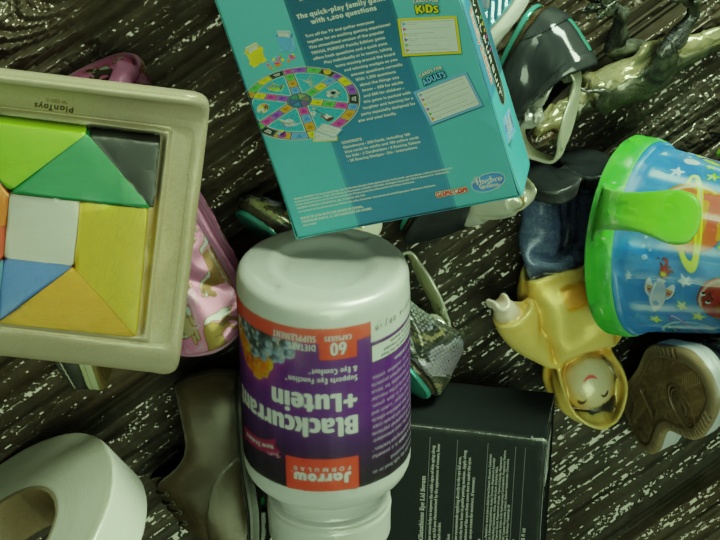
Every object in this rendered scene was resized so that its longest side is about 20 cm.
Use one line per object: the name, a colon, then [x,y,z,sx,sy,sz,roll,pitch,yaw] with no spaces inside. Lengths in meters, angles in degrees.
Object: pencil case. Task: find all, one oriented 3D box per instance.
pencil case: [-0.135,-0.042,1.572,0.086,0.083,0.201,-30,117,-1]

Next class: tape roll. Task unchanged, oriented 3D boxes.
tape roll: [-0.226,0.193,1.585,0.203,0.203,0.037,-40,118,4]

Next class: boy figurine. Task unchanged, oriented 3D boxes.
boy figurine: [0.143,0.021,1.689,0.124,0.064,0.201,-16,115,-23]

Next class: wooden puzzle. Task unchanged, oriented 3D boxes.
wooden puzzle: [-0.194,-0.027,1.507,0.183,0.037,0.201,6,117,-5]

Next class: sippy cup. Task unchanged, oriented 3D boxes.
sippy cup: [0.234,-0.015,1.626,0.129,0.178,0.141,10,118,27]

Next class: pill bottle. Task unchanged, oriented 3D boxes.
pill bottle: [-0.022,0.083,1.574,0.111,0.112,0.201,-8,119,-12]

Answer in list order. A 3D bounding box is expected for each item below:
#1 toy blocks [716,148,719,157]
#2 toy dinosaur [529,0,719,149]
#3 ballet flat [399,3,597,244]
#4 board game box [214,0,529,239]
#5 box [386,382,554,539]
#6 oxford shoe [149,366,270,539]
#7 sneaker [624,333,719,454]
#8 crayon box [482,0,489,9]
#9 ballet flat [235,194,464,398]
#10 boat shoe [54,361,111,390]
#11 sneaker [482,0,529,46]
toy blocks: [0.352,-0.083,1.684,0.199,0.100,0.137,33,78,-13]
toy dinosaur: [0.195,-0.149,1.641,0.199,0.048,0.089,-21,132,-7]
ballet flat: [0.095,-0.080,1.602,0.073,0.073,0.201,18,122,-22]
board game box: [0.005,-0.128,1.486,0.150,0.047,0.201,-10,117,17]
box: [0.059,0.183,1.705,0.140,0.079,0.201,5,114,6]
oxford shoe: [-0.102,0.156,1.685,0.084,0.073,0.202,-1,111,0]
sneaker: [0.252,0.072,1.689,0.108,0.200,0.071,-22,82,-11]
crayon box: [-0.015,-0.225,1.499,0.198,0.052,0.127,8,114,6]
ballet flat: [0.000,0.000,1.640,0.072,0.072,0.200,-43,113,5]
boat shoe: [-0.214,-0.008,1.578,0.064,0.073,0.201,-12,117,10]
sneaker: [0.040,-0.131,1.587,0.200,0.077,0.081,-46,149,13]
